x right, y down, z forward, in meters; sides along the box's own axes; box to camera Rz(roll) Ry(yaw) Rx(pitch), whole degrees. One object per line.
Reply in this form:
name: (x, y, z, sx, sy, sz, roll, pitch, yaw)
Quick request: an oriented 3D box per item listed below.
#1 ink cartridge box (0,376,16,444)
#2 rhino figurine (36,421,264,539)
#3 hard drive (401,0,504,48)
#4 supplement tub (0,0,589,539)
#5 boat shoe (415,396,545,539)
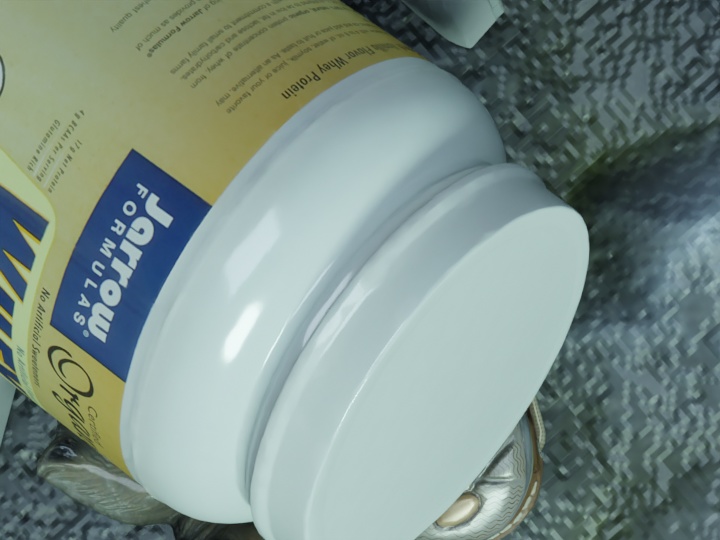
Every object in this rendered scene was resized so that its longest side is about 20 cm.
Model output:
ink cartridge box: (-0.217, 0.025, 0.950, 0.199, 0.068, 0.116, 16, 89, 9)
rhino figurine: (-0.034, 0.106, 0.922, 0.087, 0.060, 0.200, -34, 81, -15)
hard drive: (-0.019, -0.131, 0.867, 0.132, 0.200, 0.026, 41, 91, 9)
supplement tub: (-0.048, -0.019, 0.827, 0.200, 0.144, 0.145, 35, 91, 23)
boat shoe: (0.000, 0.000, 0.922, 0.075, 0.072, 0.201, -27, 72, 15)
